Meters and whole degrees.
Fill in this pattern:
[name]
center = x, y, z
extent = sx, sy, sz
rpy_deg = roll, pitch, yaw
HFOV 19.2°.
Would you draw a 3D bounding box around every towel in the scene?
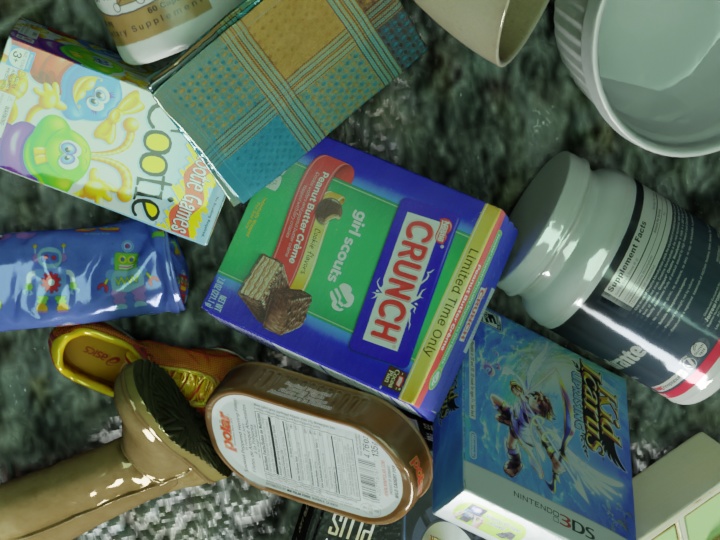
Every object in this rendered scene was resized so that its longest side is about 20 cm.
[towel]
center = -0.054, -0.155, 1.618
extent = 0.200, 0.022, 0.147
rpy_deg = -40, 133, -6

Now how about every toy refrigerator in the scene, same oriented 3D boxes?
[toy refrigerator]
center = 0.238, 0.228, 1.785
extent = 0.199, 0.070, 0.076
rpy_deg = -31, 126, -19

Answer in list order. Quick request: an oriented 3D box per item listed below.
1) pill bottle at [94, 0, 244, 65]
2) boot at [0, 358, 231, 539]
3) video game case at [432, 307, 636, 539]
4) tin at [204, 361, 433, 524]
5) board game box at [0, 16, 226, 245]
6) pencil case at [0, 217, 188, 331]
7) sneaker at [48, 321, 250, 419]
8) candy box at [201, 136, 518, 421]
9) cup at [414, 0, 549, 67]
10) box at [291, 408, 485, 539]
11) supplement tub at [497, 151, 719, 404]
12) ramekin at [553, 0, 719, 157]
[pill bottle]
center = -0.172, -0.271, 1.642
extent = 0.114, 0.114, 0.201
rpy_deg = -23, 106, 3
[boot]
center = -0.225, 0.162, 1.738
extent = 0.199, 0.067, 0.175
rpy_deg = -22, 140, 12
[video game case]
center = 0.141, 0.139, 1.715
extent = 0.180, 0.201, 0.045
rpy_deg = 28, 132, -26
[tin]
center = -0.037, 0.138, 1.700
extent = 0.199, 0.042, 0.113
rpy_deg = 14, 126, 27
[board game box]
center = -0.197, -0.112, 1.690
extent = 0.198, 0.105, 0.104
rpy_deg = 20, 103, -9
[pencil case]
center = -0.240, 0.001, 1.734
extent = 0.198, 0.078, 0.088
rpy_deg = -5, 98, -2
[sneaker]
center = -0.165, 0.094, 1.765
extent = 0.198, 0.077, 0.074
rpy_deg = 14, 103, -9
[candy box]
center = 0.000, 0.000, 1.684
extent = 0.199, 0.077, 0.170
rpy_deg = 23, 85, 19
[cup]
center = 0.083, -0.274, 1.593
extent = 0.142, 0.200, 0.202
rpy_deg = 26, 104, 10
[box]
center = 0.052, 0.215, 1.807
extent = 0.198, 0.086, 0.165
rpy_deg = 17, 105, -8
[supplement tub]
center = 0.219, 0.006, 1.730
extent = 0.199, 0.140, 0.141
rpy_deg = 30, 102, -11
[ramekin]
center = 0.246, -0.199, 1.669
extent = 0.198, 0.105, 0.202
rpy_deg = -8, 114, -19
